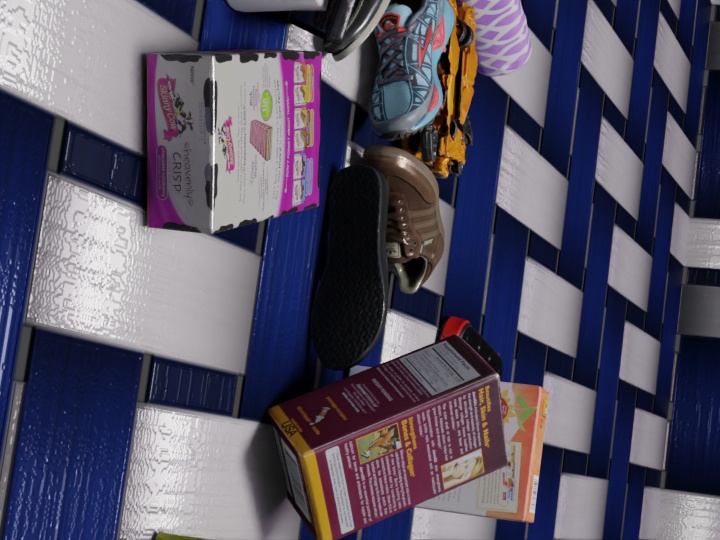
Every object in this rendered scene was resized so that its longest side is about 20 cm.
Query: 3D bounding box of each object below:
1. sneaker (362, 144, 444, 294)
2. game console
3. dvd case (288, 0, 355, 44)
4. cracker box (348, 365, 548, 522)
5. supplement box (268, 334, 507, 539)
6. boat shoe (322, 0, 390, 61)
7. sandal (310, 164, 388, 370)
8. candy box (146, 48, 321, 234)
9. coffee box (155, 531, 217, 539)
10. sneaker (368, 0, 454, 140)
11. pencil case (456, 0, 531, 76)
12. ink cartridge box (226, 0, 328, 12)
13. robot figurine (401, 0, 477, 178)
[{"bbox_3d":[0.045,-0.049,1.594,0.200,0.070,0.076,60,41,-53],"label":"sneaker"},{"bbox_3d":[0.122,0.162,1.887,0.200,0.031,0.177,43,59,-62],"label":"game console"},{"bbox_3d":[-0.009,-0.295,1.307,0.143,0.018,0.200,-136,-117,-68],"label":"dvd case"},{"bbox_3d":[0.080,0.173,1.551,0.058,0.200,0.134,36,61,-71],"label":"cracker box"},{"bbox_3d":[0.028,0.154,1.430,0.200,0.086,0.110,-21,124,-17],"label":"supplement box"},{"bbox_3d":[0.001,-0.289,1.473,0.068,0.072,0.200,30,68,-24],"label":"boat shoe"},{"bbox_3d":[0.001,-0.001,1.488,0.048,0.075,0.201,24,71,-62],"label":"sandal"},{"bbox_3d":[-0.098,-0.109,1.246,0.200,0.061,0.136,-20,113,-67],"label":"candy box"},{"bbox_3d":[-0.066,0.341,1.232,0.198,0.200,0.200,55,44,-56],"label":"coffee box"},{"bbox_3d":[0.035,-0.222,1.554,0.096,0.079,0.200,53,37,-45],"label":"sneaker"},{"bbox_3d":[0.141,-0.312,1.771,0.200,0.084,0.086,67,2,-50],"label":"pencil case"},{"bbox_3d":[-0.069,-0.326,1.242,0.145,0.083,0.200,43,54,-64],"label":"ink cartridge box"},{"bbox_3d":[0.086,-0.200,1.681,0.145,0.058,0.200,14,81,-67],"label":"robot figurine"}]
